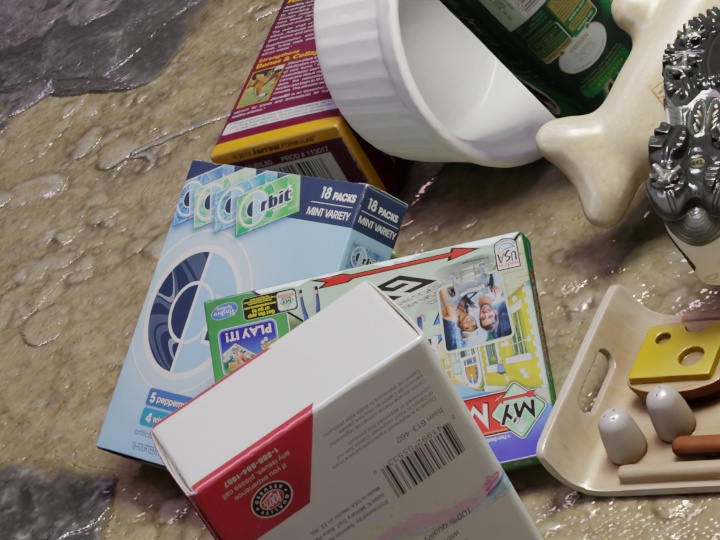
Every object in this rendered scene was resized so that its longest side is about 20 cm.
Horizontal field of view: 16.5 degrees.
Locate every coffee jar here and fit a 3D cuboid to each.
[{"bbox_3d":[0.129,-0.157,1.614,0.085,0.200,0.104,-47,33,1],"label":"coffee jar"}]

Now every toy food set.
[{"bbox_3d":[0.208,0.052,1.391,0.199,0.061,0.144,-5,40,34],"label":"toy food set"}]

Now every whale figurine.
[{"bbox_3d":[0.207,-0.107,1.562,0.200,0.159,0.104,-37,-6,-2],"label":"whale figurine"}]

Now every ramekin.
[{"bbox_3d":[0.061,-0.167,1.691,0.097,0.201,0.201,-4,40,48],"label":"ramekin"}]

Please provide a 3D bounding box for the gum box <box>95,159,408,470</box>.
[{"bbox_3d":[-0.071,0.037,1.573,0.169,0.044,0.201,9,79,46],"label":"gum box"}]

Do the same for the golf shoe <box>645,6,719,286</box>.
[{"bbox_3d":[0.214,-0.078,1.461,0.077,0.095,0.200,3,46,26],"label":"golf shoe"}]

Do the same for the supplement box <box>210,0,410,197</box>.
[{"bbox_3d":[-0.016,-0.124,1.792,0.110,0.086,0.200,-11,37,30],"label":"supplement box"}]

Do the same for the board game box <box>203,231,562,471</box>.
[{"bbox_3d":[0.013,0.064,1.467,0.199,0.029,0.135,-13,73,12],"label":"board game box"}]

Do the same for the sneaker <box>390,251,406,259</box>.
[{"bbox_3d":[0.000,0.000,1.630,0.199,0.077,0.089,7,37,40],"label":"sneaker"}]

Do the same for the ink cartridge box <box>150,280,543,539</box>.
[{"bbox_3d":[0.003,0.133,1.317,0.145,0.200,0.083,-34,29,-7],"label":"ink cartridge box"}]
